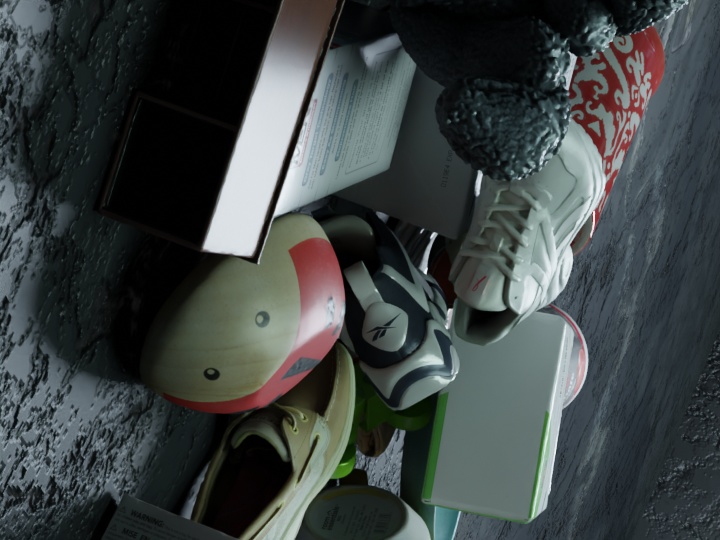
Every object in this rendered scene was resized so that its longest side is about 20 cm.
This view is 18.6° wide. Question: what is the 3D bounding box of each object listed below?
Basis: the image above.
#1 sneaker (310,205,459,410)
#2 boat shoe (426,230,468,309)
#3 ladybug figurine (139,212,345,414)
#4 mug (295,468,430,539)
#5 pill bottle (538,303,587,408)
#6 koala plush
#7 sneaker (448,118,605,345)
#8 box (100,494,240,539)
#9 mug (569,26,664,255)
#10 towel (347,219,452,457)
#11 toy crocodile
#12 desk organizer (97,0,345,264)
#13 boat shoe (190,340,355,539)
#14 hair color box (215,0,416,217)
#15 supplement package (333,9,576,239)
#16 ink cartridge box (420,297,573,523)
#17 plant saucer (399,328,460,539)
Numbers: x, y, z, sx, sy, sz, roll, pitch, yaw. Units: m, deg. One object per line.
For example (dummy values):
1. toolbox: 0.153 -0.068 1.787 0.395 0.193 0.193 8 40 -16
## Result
1. sneaker: 0.000 0.000 1.497 0.130 0.079 0.199 60 9 -22
2. boat shoe: 0.097 -0.011 1.610 0.063 0.071 0.200 -56 -170 -31
3. ladybug figurine: -0.061 0.032 1.294 0.136 0.072 0.200 -49 172 11
4. mug: -0.014 0.241 1.688 0.148 0.186 0.154 -18 124 -28
5. pill bottle: 0.129 0.084 1.945 0.200 0.110 0.112 -4 113 -72
6. koala plush: 0.053 -0.185 1.257 0.178 0.200 0.184 -49 -159 4
7. sneaker: 0.100 -0.021 1.421 0.100 0.077 0.201 -51 156 -36
8. box: -0.106 0.240 1.369 0.200 0.112 0.102 80 33 -60
9. mug: 0.157 -0.094 1.715 0.201 0.132 0.178 -67 150 -43
10. towel: 0.045 0.022 1.747 0.201 0.032 0.192 -59 160 -31
11. toy crocodile: 0.000 0.093 1.606 0.199 0.062 0.068 -29 139 -36
12. desk organizer: -0.067 -0.111 1.171 0.077 0.071 0.202 7 103 -70
13. boat shoe: -0.058 0.120 1.455 0.067 0.073 0.201 69 36 -56
14. hair color box: -0.030 -0.100 1.318 0.200 0.060 0.100 -29 136 -67
15. supplement package: 0.065 -0.118 1.510 0.200 0.109 0.115 -39 146 -59
16. ink cartridge box: 0.104 0.102 1.609 0.200 0.083 0.147 28 71 -82
17. plant saucer: 0.063 0.133 1.757 0.200 0.036 0.202 8 90 -80
